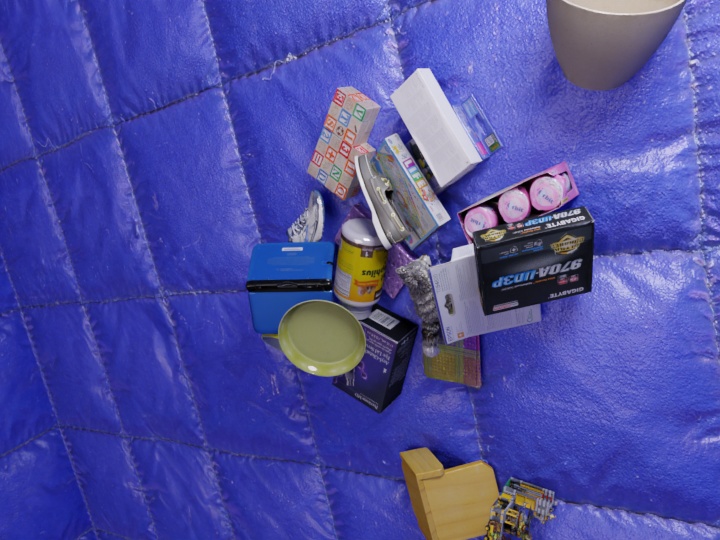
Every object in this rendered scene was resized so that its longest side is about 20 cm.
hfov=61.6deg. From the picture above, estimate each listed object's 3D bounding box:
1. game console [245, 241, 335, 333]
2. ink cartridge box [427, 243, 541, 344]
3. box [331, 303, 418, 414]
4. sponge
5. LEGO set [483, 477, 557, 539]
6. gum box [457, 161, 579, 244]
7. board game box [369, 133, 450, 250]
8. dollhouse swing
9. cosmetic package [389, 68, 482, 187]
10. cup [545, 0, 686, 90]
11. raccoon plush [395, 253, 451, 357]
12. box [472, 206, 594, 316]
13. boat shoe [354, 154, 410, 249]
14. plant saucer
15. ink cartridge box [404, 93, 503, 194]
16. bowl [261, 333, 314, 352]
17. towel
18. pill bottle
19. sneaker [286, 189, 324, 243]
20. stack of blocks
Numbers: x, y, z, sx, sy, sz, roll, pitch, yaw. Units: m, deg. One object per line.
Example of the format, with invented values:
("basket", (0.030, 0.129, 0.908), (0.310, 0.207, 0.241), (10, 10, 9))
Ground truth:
("game console", (-0.151, 0.039, 1.375), (0.194, 0.174, 0.120), (-1, 145, 7))
("ink cartridge box", (0.233, 0.035, 1.128), (0.194, 0.041, 0.203), (-14, 127, 5))
("box", (0.032, 0.197, 1.391), (0.145, 0.104, 0.205), (24, 119, 26))
("sponge", (0.035, -0.044, 1.350), (0.200, 0.030, 0.113), (43, 127, 14))
("LEGO set", (0.339, 0.529, 1.248), (0.113, 0.198, 0.159), (10, 92, 30))
("gum box", (0.287, -0.122, 1.087), (0.197, 0.113, 0.068), (-24, 93, 38))
("board game box", (0.090, -0.157, 1.231), (0.203, 0.034, 0.134), (59, 153, 5))
("dollhouse swing", (0.214, 0.518, 1.419), (0.182, 0.172, 0.205), (-158, 50, -75))
("cosmetic package", (0.141, -0.267, 1.132), (0.082, 0.050, 0.203), (-33, 82, 42))
("cup", (0.370, -0.363, 0.913), (0.197, 0.201, 0.145), (25, 144, 25))
("raccoon plush", (0.134, 0.072, 1.225), (0.095, 0.133, 0.206), (-12, 78, 32))
("box", (0.297, -0.013, 1.041), (0.194, 0.047, 0.162), (-12, 129, 4))
("boat shoe", (0.042, -0.146, 1.216), (0.059, 0.072, 0.206), (-23, 75, 13))
("plant saucer", (-0.083, 0.144, 1.326), (0.194, 0.031, 0.205), (4, 119, 6))
("ink cartridge box", (0.168, -0.234, 1.182), (0.198, 0.042, 0.121), (-33, 86, 37))
("bowl", (-0.135, 0.150, 1.477), (0.196, 0.200, 0.110), (8, 68, 33))
("towel", (0.197, 0.154, 1.309), (0.141, 0.023, 0.206), (7, 109, 35))
("pill bottle", (0.000, 0.000, 1.303), (0.107, 0.109, 0.205), (24, 121, 26))
("sneaker", (-0.130, -0.091, 1.400), (0.083, 0.078, 0.205), (7, 115, -10))
("stack of blocks", (-0.028, -0.271, 1.295), (0.114, 0.058, 0.203), (37, 124, 19))
